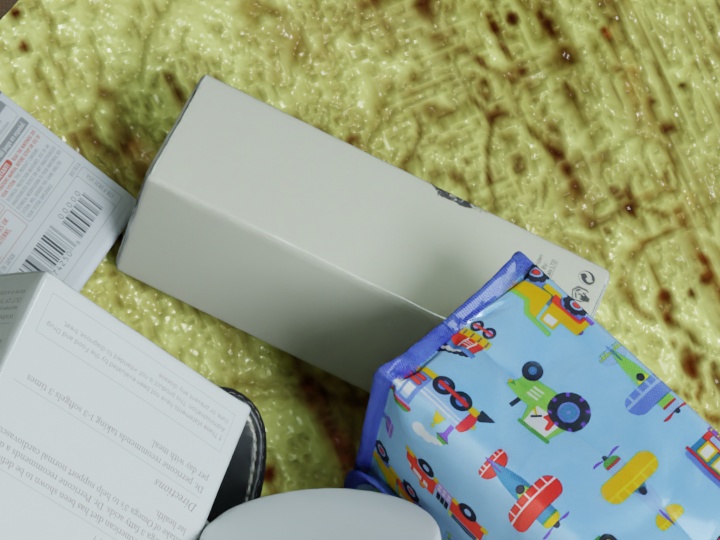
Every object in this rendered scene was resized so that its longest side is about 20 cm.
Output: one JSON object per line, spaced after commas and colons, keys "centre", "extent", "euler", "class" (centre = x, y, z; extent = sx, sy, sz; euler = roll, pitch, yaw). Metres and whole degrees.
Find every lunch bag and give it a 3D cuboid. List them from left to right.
{"centre": [0.066, 0.115, 1.098], "extent": [0.151, 0.200, 0.094], "euler": [43, 58, 14], "class": "lunch bag"}

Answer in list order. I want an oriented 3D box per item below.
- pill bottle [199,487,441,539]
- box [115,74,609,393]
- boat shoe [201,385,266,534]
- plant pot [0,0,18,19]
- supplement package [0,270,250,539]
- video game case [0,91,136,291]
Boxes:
{"centre": [-0.012, 0.197, 1.061], "extent": [0.114, 0.114, 0.200], "euler": [-13, 112, -28], "class": "pill bottle"}
{"centre": [0.000, 0.000, 1.152], "extent": [0.200, 0.082, 0.068], "euler": [27, 55, -1], "class": "box"}
{"centre": [-0.087, 0.133, 1.116], "extent": [0.074, 0.060, 0.200], "euler": [36, 64, -13], "class": "boat shoe"}
{"centre": [-0.190, -0.165, 1.074], "extent": [0.187, 0.187, 0.200], "euler": [28, 65, -17], "class": "plant pot"}
{"centre": [-0.151, 0.116, 1.038], "extent": [0.117, 0.117, 0.200], "euler": [37, 65, -32], "class": "supplement package"}
{"centre": [-0.217, -0.008, 1.114], "extent": [0.182, 0.023, 0.200], "euler": [39, 64, -12], "class": "video game case"}
